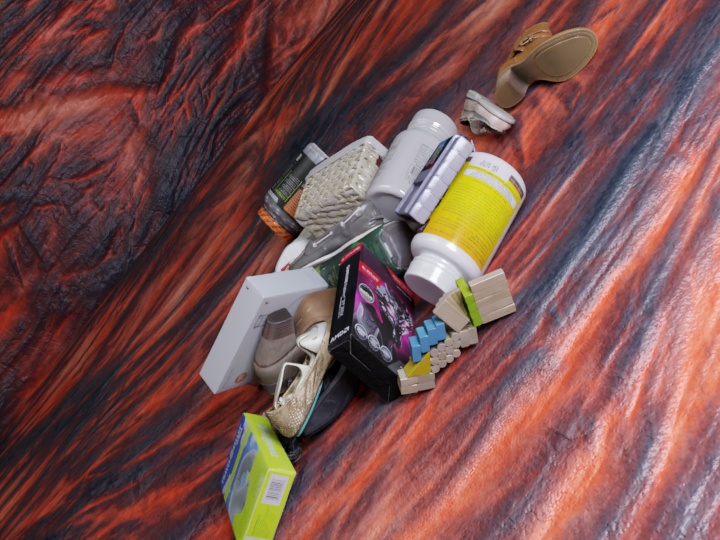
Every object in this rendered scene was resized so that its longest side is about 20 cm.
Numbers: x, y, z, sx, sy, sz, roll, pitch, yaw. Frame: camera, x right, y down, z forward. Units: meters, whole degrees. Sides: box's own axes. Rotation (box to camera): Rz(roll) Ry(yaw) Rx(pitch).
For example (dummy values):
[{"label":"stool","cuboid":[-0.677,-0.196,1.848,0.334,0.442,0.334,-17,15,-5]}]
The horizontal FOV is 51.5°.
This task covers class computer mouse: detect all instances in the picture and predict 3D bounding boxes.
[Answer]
[{"label":"computer mouse","cuboid":[-0.053,0.189,1.099,0.202,0.052,0.139,-54,19,18]}]

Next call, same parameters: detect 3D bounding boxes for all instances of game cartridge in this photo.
[{"label":"game cartridge","cuboid":[0.102,-0.130,1.077,0.132,0.038,0.200,-60,5,3]}]

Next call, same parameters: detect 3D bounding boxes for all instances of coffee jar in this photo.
[{"label":"coffee jar","cuboid":[0.000,0.000,1.206,0.198,0.087,0.103,-32,-7,36]}]

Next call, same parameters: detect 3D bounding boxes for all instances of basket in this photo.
[{"label":"basket","cuboid":[-0.016,-0.135,1.398,0.198,0.135,0.125,-22,39,47]}]

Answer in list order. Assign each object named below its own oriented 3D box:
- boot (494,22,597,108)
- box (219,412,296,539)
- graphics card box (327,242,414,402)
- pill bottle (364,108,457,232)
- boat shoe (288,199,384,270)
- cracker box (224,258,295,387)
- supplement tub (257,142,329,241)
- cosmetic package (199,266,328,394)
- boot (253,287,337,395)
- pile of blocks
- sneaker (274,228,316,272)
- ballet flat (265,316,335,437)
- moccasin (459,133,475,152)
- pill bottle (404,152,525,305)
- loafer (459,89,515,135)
[{"label":"boot","cuboid":[0.312,-0.367,1.246,0.199,0.076,0.157,-37,22,44]},{"label":"box","cuboid":[-0.154,0.295,1.077,0.125,0.047,0.200,-70,23,7]},{"label":"graphics card box","cuboid":[0.019,0.068,1.046,0.050,0.125,0.202,-33,28,28]},{"label":"pill bottle","cuboid":[0.094,-0.174,1.280,0.113,0.114,0.203,-16,40,51]},{"label":"boat shoe","cuboid":[-0.045,-0.051,1.257,0.197,0.058,0.067,-28,-11,22]},{"label":"cracker box","cuboid":[-0.153,0.094,1.340,0.199,0.057,0.136,-40,49,21]},{"label":"supplement tub","cuboid":[-0.131,-0.172,1.665,0.200,0.122,0.123,-47,24,4]},{"label":"cosmetic package","cuboid":[-0.152,0.093,1.177,0.052,0.149,0.202,45,121,27]},{"label":"boot","cuboid":[-0.073,0.114,1.157,0.195,0.149,0.071,-12,38,-18]},{"label":"pile of blocks","cuboid":[0.107,0.066,0.946,0.200,0.082,0.062,-46,24,12]},{"label":"sneaker","cuboid":[-0.110,-0.046,1.529,0.201,0.075,0.088,-54,11,-22]},{"label":"ballet flat","cuboid":[-0.073,0.132,1.049,0.203,0.064,0.070,-64,14,-15]},{"label":"moccasin","cuboid":[0.153,-0.135,1.180,0.080,0.068,0.203,-39,25,42]},{"label":"pill bottle","cuboid":[0.140,-0.054,1.027,0.202,0.109,0.108,-58,25,-18]},{"label":"loafer","cuboid":[0.210,-0.255,1.267,0.064,0.071,0.201,-60,14,18]}]
